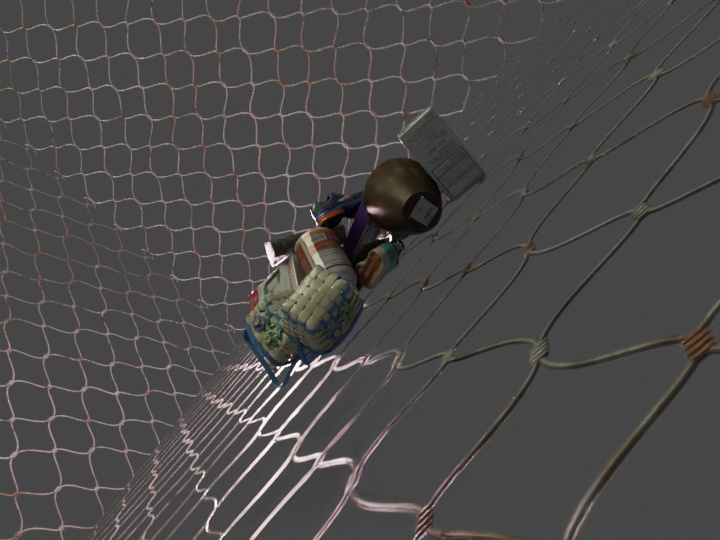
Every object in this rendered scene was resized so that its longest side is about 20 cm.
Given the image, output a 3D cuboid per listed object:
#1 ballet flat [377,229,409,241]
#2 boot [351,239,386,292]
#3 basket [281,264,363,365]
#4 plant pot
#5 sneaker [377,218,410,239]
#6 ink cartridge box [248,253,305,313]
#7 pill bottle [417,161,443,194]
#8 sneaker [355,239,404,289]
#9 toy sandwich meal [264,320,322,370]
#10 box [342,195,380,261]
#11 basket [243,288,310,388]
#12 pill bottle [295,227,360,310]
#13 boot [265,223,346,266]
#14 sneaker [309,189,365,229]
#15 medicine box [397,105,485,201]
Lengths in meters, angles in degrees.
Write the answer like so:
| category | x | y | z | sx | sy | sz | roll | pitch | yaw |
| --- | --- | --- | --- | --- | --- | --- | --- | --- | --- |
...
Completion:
| category | x | y | z | sx | sy | sz | roll | pitch | yaw |
| --- | --- | --- | --- | --- | --- | --- | --- | --- | --- |
| ballet flat | 0.088 | -0.110 | 1.681 | 0.072 | 0.072 | 0.200 | -49 | 7 | -15 |
| boot | 0.000 | 0.000 | 1.611 | 0.200 | 0.075 | 0.107 | -48 | 2 | 1 |
| basket | -0.080 | 0.100 | 1.292 | 0.177 | 0.139 | 0.200 | -53 | -18 | -18 |
| plant pot | 0.117 | -0.158 | 1.439 | 0.187 | 0.187 | 0.200 | -46 | 21 | 5 |
| sneaker | 0.082 | -0.122 | 1.817 | 0.200 | 0.072 | 0.072 | -37 | -22 | 16 |
| ink cartridge box | -0.195 | 0.076 | 1.583 | 0.200 | 0.085 | 0.148 | -43 | 43 | 29 |
| pill bottle | 0.189 | -0.253 | 1.688 | 0.112 | 0.112 | 0.200 | -49 | 7 | -16 |
| sneaker | 0.049 | -0.014 | 1.444 | 0.080 | 0.072 | 0.200 | -29 | -6 | -23 |
| toy sandwich meal | -0.183 | 0.196 | 1.665 | 0.205 | 0.070 | 0.205 | -50 | 16 | 20 |
| box | 0.020 | -0.125 | 1.620 | 0.137 | 0.039 | 0.201 | -23 | -40 | -65 |
| basket | -0.198 | 0.152 | 1.438 | 0.139 | 0.176 | 0.201 | -17 | -35 | -44 |
| pill bottle | -0.076 | 0.002 | 1.481 | 0.111 | 0.201 | 0.113 | -18 | -35 | -13 |
| boot | -0.147 | -0.073 | 1.635 | 0.199 | 0.073 | 0.182 | -21 | 4 | -16 |
| sneaker | -0.048 | -0.174 | 1.583 | 0.199 | 0.079 | 0.075 | -28 | -20 | -41 |
| medicine box | 0.192 | -0.282 | 1.461 | 0.103 | 0.200 | 0.182 | -39 | 9 | 15 |
